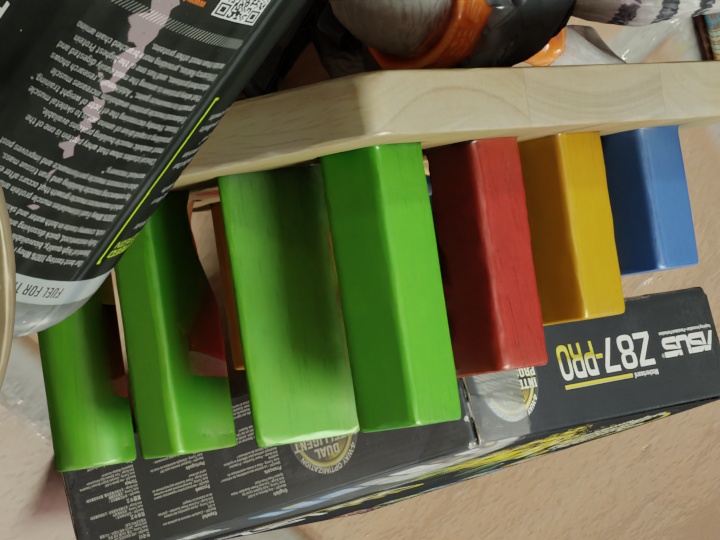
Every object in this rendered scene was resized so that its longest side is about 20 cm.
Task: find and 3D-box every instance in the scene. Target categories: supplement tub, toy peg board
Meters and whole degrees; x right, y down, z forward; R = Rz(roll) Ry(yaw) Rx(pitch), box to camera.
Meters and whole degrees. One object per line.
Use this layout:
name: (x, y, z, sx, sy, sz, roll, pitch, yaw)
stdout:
supplement tub: (-0.091, -0.069, 0.774, 0.200, 0.123, 0.122, -53, 151, 19)
toy peg board: (0.000, 0.000, 0.907, 0.199, 0.098, 0.199, -9, 178, 41)

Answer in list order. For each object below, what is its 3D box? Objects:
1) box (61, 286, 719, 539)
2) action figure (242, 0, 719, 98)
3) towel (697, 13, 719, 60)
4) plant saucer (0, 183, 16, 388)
box: (0.013, 0.058, 1.076, 0.199, 0.049, 0.161, -20, 169, 38)
action figure: (0.057, -0.118, 0.925, 0.193, 0.105, 0.200, -22, 149, -51)
towel: (0.216, -0.151, 1.171, 0.200, 0.022, 0.147, -37, 152, -5)
plant saucer: (-0.183, -0.006, 0.723, 0.200, 0.200, 0.030, -52, -167, 20)
